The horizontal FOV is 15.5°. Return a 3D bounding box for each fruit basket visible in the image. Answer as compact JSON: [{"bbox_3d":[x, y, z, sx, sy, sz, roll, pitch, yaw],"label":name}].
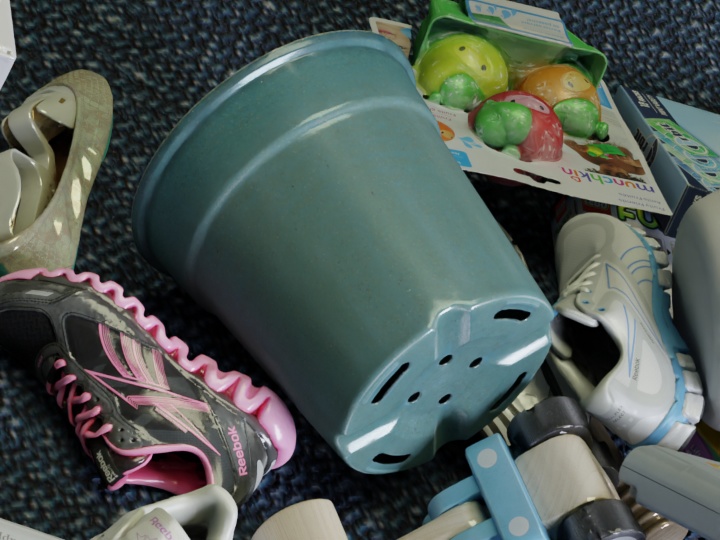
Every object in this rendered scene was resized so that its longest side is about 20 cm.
[{"bbox_3d":[0.107,-0.111,1.783,0.185,0.094,0.200,12,24,-16],"label":"fruit basket"}]

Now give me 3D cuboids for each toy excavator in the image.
[{"bbox_3d":[0.056,0.159,1.520,0.100,0.200,0.195,65,6,33],"label":"toy excavator"}]

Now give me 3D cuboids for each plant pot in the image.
[{"bbox_3d":[0.000,0.000,1.544,0.200,0.200,0.196,-12,53,-39],"label":"plant pot"}]

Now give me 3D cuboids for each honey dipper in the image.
[{"bbox_3d":[0.144,0.095,1.682,0.038,0.038,0.200,-4,48,-34],"label":"honey dipper"}]

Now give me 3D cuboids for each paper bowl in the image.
[{"bbox_3d":[0.252,0.024,1.607,0.104,0.201,0.201,-5,49,-6],"label":"paper bowl"}]

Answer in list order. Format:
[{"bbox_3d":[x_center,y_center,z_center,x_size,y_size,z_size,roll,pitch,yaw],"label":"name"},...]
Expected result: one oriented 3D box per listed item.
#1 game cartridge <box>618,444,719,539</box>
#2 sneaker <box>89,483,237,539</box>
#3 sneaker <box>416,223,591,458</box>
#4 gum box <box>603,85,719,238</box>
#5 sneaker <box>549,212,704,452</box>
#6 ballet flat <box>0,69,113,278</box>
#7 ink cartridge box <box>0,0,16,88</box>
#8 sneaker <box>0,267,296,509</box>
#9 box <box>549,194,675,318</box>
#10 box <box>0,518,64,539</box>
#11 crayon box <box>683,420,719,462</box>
[{"bbox_3d":[0.256,0.150,1.523,0.200,0.042,0.133,17,2,-45],"label":"game cartridge"},{"bbox_3d":[-0.143,0.168,1.381,0.075,0.100,0.200,46,44,13],"label":"sneaker"},{"bbox_3d":[0.052,0.033,1.649,0.115,0.076,0.201,-12,59,-41],"label":"sneaker"},{"bbox_3d":[0.284,-0.054,1.859,0.199,0.045,0.170,15,24,-18],"label":"gum box"},{"bbox_3d":[0.146,0.025,1.623,0.086,0.075,0.200,24,29,-30],"label":"sneaker"},{"bbox_3d":[-0.191,-0.065,1.595,0.062,0.067,0.200,50,29,-37],"label":"ballet flat"},{"bbox_3d":[-0.272,-0.111,1.498,0.084,0.200,0.146,11,46,-26],"label":"ink cartridge box"},{"bbox_3d":[-0.137,0.075,1.504,0.200,0.079,0.096,31,52,0],"label":"sneaker"},{"bbox_3d":[0.230,0.011,1.810,0.199,0.035,0.110,15,44,-19],"label":"box"},{"bbox_3d":[-0.211,0.215,1.217,0.199,0.199,0.131,21,43,-13],"label":"box"},{"bbox_3d":[0.317,0.161,1.701,0.172,0.058,0.200,-22,63,-42],"label":"crayon box"}]
